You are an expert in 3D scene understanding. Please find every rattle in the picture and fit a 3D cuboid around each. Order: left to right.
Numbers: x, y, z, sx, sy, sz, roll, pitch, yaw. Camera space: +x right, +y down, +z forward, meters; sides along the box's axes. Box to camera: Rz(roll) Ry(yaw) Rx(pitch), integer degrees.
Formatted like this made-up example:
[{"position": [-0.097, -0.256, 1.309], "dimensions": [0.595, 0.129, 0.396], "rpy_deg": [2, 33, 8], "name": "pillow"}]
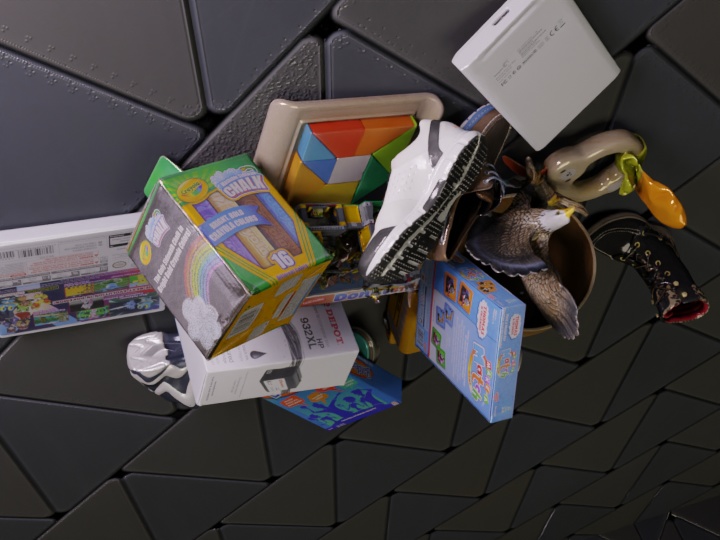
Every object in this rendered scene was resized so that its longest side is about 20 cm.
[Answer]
[{"position": [0.288, -0.094, 1.206], "dimensions": [0.200, 0.143, 0.130], "rpy_deg": [-8, 165, -31], "name": "rattle"}]

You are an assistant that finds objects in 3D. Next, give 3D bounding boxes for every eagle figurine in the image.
[{"position": [0.200, -0.032, 1.129], "dimensions": [0.151, 0.200, 0.151], "rpy_deg": [13, 150, 5], "name": "eagle figurine"}]

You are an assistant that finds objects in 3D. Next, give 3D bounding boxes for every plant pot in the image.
[{"position": [0.211, 0.019, 1.311], "dimensions": [0.186, 0.187, 0.200], "rpy_deg": [-18, 162, -5], "name": "plant pot"}]

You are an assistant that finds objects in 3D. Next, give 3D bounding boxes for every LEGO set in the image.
[{"position": [-0.027, -0.007, 1.123], "dimensions": [0.200, 0.116, 0.154], "rpy_deg": [0, 162, -43], "name": "LEGO set"}]

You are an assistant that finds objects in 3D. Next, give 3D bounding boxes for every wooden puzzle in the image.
[{"position": [-0.020, -0.121, 1.072], "dimensions": [0.200, 0.037, 0.185], "rpy_deg": [-5, 145, -24], "name": "wooden puzzle"}]

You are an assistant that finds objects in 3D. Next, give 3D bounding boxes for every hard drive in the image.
[{"position": [0.196, -0.222, 1.032], "dimensions": [0.132, 0.026, 0.200], "rpy_deg": [-45, 144, 12], "name": "hard drive"}]

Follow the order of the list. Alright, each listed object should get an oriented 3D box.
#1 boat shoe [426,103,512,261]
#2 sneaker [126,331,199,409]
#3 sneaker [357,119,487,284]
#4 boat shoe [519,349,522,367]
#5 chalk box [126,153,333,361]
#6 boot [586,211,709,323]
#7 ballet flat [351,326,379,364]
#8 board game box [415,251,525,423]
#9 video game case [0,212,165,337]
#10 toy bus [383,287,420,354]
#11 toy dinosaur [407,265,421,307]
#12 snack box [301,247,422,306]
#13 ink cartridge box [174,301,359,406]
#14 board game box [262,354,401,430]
[{"position": [0.128, -0.096, 1.090], "dimensions": [0.072, 0.072, 0.200], "rpy_deg": [32, 87, -54], "name": "boat shoe"}, {"position": [-0.209, 0.130, 1.304], "dimensions": [0.199, 0.080, 0.130], "rpy_deg": [-15, 149, -9], "name": "sneaker"}, {"position": [0.056, -0.076, 1.041], "dimensions": [0.200, 0.080, 0.074], "rpy_deg": [-55, 149, 0], "name": "sneaker"}, {"position": [0.140, 0.109, 1.261], "dimensions": [0.063, 0.073, 0.200], "rpy_deg": [18, 176, -23], "name": "boat shoe"}, {"position": [-0.152, -0.033, 0.997], "dimensions": [0.124, 0.200, 0.124], "rpy_deg": [-24, 159, -44], "name": "chalk box"}, {"position": [0.426, -0.002, 1.407], "dimensions": [0.200, 0.151, 0.073], "rpy_deg": [12, 136, -42], "name": "boot"}, {"position": [-0.003, 0.133, 1.462], "dimensions": [0.064, 0.067, 0.200], "rpy_deg": [-35, 159, -33], "name": "ballet flat"}, {"position": [0.128, 0.069, 1.162], "dimensions": [0.037, 0.200, 0.152], "rpy_deg": [-8, 116, -21], "name": "board game box"}, {"position": [-0.325, 0.005, 1.100], "dimensions": [0.200, 0.023, 0.182], "rpy_deg": [-10, 147, -20], "name": "video game case"}, {"position": [0.081, 0.054, 1.359], "dimensions": [0.065, 0.078, 0.200], "rpy_deg": [-13, 147, -13], "name": "toy bus"}, {"position": [0.083, -0.067, 1.163], "dimensions": [0.106, 0.060, 0.200], "rpy_deg": [-13, 115, -46], "name": "toy dinosaur"}, {"position": [0.000, 0.000, 1.235], "dimensions": [0.200, 0.072, 0.024], "rpy_deg": [-8, 147, -20], "name": "snack box"}, {"position": [-0.121, 0.078, 1.212], "dimensions": [0.200, 0.145, 0.084], "rpy_deg": [-5, 144, -24], "name": "ink cartridge box"}, {"position": [-0.060, 0.164, 1.402], "dimensions": [0.152, 0.045, 0.200], "rpy_deg": [-27, 135, 35], "name": "board game box"}]
